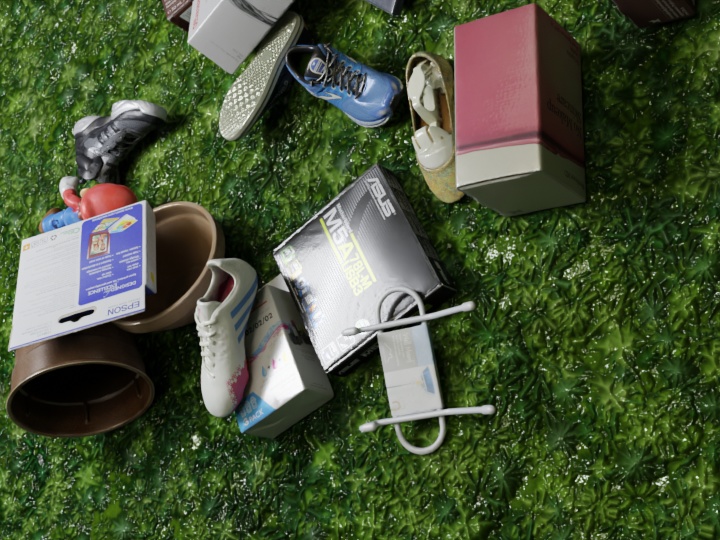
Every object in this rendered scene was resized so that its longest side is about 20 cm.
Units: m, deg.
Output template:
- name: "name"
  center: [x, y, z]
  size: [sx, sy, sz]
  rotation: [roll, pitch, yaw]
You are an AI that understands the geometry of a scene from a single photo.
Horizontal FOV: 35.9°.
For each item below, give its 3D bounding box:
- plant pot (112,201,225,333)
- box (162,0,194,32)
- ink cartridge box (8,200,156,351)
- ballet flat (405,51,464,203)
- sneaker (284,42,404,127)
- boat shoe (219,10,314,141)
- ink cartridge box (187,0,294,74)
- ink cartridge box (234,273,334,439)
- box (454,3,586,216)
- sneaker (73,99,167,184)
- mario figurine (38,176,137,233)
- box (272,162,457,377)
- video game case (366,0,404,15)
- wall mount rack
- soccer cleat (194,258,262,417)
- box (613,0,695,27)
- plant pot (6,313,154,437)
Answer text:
- name: "plant pot"
  center: [-0.260, 0.011, 1.542]
  size: [0.200, 0.093, 0.202]
  rotation: [-16, 51, 22]
- name: "box"
  center: [-0.261, -0.473, 1.710]
  size: [0.100, 0.075, 0.201]
  rotation: [-34, 58, 24]
- name: "ink cartridge box"
  center: [-0.371, 0.014, 1.500]
  size: [0.197, 0.047, 0.201]
  rotation: [-16, 51, 9]
- name: "ballet flat"
  center: [0.089, -0.181, 1.374]
  size: [0.070, 0.071, 0.201]
  rotation: [-17, 68, 31]
- name: "sneaker"
  center: [-0.029, -0.248, 1.464]
  size: [0.200, 0.089, 0.079]
  rotation: [27, 94, 38]
- name: "boat shoe"
  center: [-0.128, -0.265, 1.557]
  size: [0.075, 0.062, 0.201]
  rotation: [32, 92, 39]
- name: "ink cartridge box"
  center: [-0.150, -0.396, 1.556]
  size: [0.200, 0.086, 0.147]
  rotation: [-44, 29, 24]
- name: "ink cartridge box"
  center: [-0.124, 0.102, 1.448]
  size: [0.115, 0.068, 0.201]
  rotation: [-36, 58, 23]
- name: "box"
  center: [0.182, -0.178, 1.266]
  size: [0.109, 0.128, 0.201]
  rotation: [-10, 72, 33]
- name: "sneaker"
  center: [-0.371, -0.189, 1.710]
  size: [0.199, 0.075, 0.114]
  rotation: [-10, 72, 40]
- name: "mario figurine"
  center: [-0.397, -0.084, 1.687]
  size: [0.200, 0.123, 0.106]
  rotation: [-18, 51, 44]
- name: "box"
  center: [0.000, 0.000, 1.400]
  size: [0.193, 0.047, 0.201]
  rotation: [-39, 59, 23]
- name: "video game case"
  center: [0.009, -0.445, 1.499]
  size: [0.200, 0.019, 0.143]
  rotation: [40, 121, 43]
- name: "wall mount rack"
  center: [0.072, 0.112, 1.276]
  size: [0.173, 0.075, 0.201]
  rotation: [-13, 85, 24]
- name: "soccer cleat"
  center: [-0.181, 0.081, 1.396]
  size: [0.070, 0.086, 0.201]
  rotation: [0, 78, 36]
- name: "box"
  center: [0.320, -0.386, 1.232]
  size: [0.075, 0.100, 0.201]
  rotation: [-6, 74, 35]
- name: "plant pot"
  center: [-0.408, 0.104, 1.587]
  size: [0.200, 0.200, 0.199]
  rotation: [-35, 52, 24]
